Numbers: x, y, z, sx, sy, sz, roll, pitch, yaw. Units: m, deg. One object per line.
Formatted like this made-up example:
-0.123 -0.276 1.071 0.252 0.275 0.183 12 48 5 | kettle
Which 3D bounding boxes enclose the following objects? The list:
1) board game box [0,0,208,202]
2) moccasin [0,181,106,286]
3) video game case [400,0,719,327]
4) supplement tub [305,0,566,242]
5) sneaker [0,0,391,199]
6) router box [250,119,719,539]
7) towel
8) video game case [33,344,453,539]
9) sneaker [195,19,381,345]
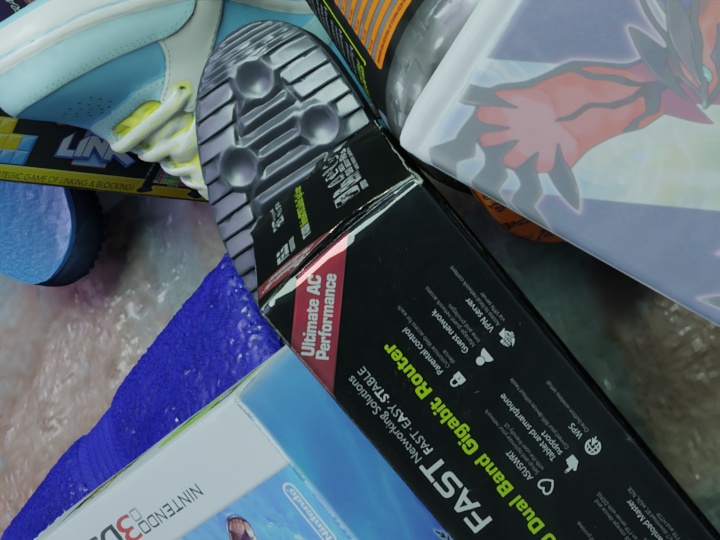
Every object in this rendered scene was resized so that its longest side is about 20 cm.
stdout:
-0.144 -0.111 1.000 0.200 0.165 0.057 46 116 34 | board game box
-0.164 -0.070 1.083 0.081 0.068 0.200 -48 57 19 | moccasin
0.125 -0.051 0.633 0.200 0.181 0.023 -56 6 51 | video game case
0.042 -0.112 0.845 0.123 0.122 0.200 -52 49 26 | supplement tub
-0.049 -0.046 0.891 0.079 0.199 0.131 -27 80 40 | sneaker
0.049 0.053 0.757 0.062 0.150 0.200 -39 99 4 | router box
-0.075 0.105 0.994 0.200 0.049 0.148 -50 57 28 | towel
-0.012 0.140 0.845 0.200 0.045 0.181 51 142 -1 | video game case
0.000 0.000 0.867 0.070 0.082 0.201 -21 102 12 | sneaker
